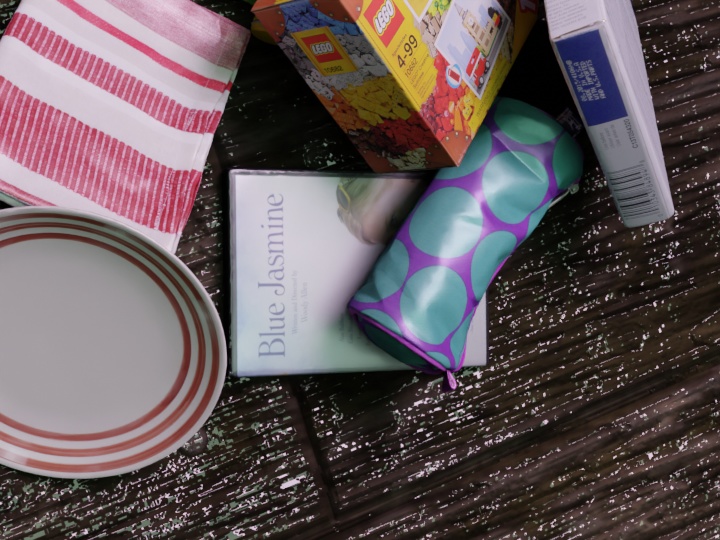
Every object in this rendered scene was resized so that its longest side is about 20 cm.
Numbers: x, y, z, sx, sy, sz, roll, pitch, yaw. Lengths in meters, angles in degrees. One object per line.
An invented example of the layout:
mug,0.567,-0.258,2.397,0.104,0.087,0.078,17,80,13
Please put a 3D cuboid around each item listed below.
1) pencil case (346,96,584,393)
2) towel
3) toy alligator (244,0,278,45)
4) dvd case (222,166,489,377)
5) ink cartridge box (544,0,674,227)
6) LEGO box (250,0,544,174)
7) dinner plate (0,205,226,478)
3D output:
pencil case,0.076,-0.024,0.838,0.092,0.085,0.200,36,77,-4
towel,-0.155,-0.110,0.756,0.144,0.023,0.201,27,55,-20
toy alligator,-0.056,-0.189,0.821,0.199,0.054,0.060,17,83,-21
dvd case,0.000,0.000,0.861,0.199,0.018,0.144,-1,90,-22
ink cartridge box,0.162,-0.164,0.834,0.197,0.043,0.201,54,27,-47
LEGO box,0.039,-0.187,0.799,0.149,0.077,0.201,50,55,-34
dinner plate,-0.180,0.045,0.739,0.199,0.024,0.201,0,123,0
